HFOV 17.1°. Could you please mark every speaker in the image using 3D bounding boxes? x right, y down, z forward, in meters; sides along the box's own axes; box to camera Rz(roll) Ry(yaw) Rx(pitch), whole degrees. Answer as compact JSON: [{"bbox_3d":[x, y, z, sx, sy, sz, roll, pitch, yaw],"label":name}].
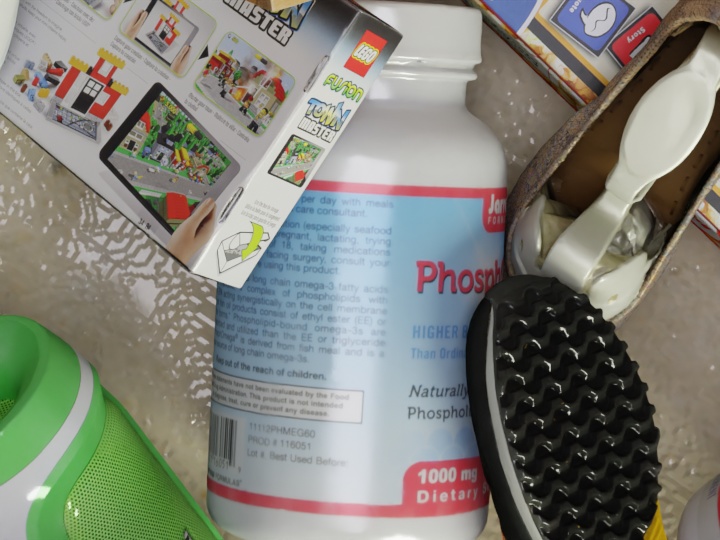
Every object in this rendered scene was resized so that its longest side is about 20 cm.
[{"bbox_3d":[-0.094,0.110,0.879,0.088,0.089,0.200,-32,125,2],"label":"speaker"}]

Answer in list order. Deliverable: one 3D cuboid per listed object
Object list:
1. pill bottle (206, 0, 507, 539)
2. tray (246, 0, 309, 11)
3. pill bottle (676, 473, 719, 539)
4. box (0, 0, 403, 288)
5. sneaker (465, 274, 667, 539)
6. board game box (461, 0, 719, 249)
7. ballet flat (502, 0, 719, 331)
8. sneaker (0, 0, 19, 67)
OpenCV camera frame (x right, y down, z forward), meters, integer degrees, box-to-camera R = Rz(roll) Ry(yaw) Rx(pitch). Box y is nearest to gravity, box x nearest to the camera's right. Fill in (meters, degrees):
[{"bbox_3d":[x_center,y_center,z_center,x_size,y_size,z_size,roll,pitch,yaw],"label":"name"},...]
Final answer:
[{"bbox_3d":[0.000,0.000,0.903,0.108,0.109,0.201,3,95,-1],"label":"pill bottle"},{"bbox_3d":[0.040,-0.165,0.823,0.199,0.037,0.099,-20,119,-27],"label":"tray"},{"bbox_3d":[0.222,0.080,0.872,0.200,0.112,0.112,-39,94,31],"label":"pill bottle"},{"bbox_3d":[-0.089,-0.094,0.879,0.200,0.035,0.110,39,99,29],"label":"box"},{"bbox_3d":[0.070,0.103,0.879,0.070,0.090,0.201,-22,91,-36],"label":"sneaker"},{"bbox_3d":[0.132,-0.120,0.927,0.200,0.046,0.152,44,92,-3],"label":"board game box"},{"bbox_3d":[0.095,-0.032,0.880,0.068,0.067,0.200,32,125,5],"label":"ballet flat"},{"bbox_3d":[-0.135,-0.135,0.805,0.073,0.071,0.201,-15,131,-28],"label":"sneaker"}]
